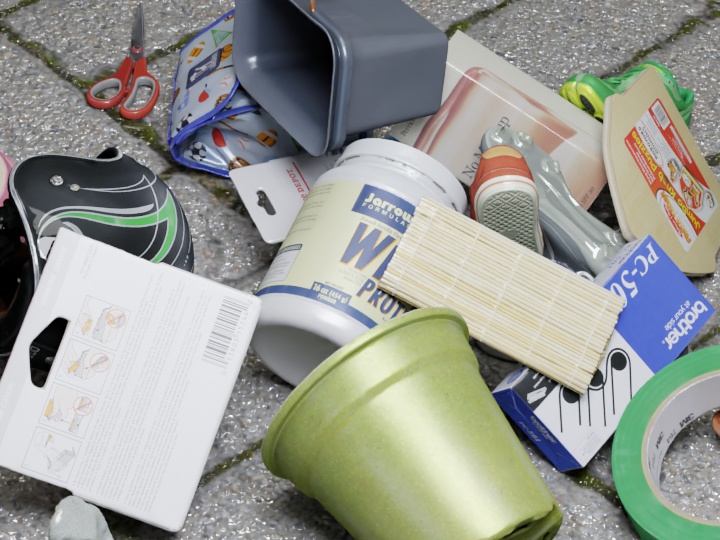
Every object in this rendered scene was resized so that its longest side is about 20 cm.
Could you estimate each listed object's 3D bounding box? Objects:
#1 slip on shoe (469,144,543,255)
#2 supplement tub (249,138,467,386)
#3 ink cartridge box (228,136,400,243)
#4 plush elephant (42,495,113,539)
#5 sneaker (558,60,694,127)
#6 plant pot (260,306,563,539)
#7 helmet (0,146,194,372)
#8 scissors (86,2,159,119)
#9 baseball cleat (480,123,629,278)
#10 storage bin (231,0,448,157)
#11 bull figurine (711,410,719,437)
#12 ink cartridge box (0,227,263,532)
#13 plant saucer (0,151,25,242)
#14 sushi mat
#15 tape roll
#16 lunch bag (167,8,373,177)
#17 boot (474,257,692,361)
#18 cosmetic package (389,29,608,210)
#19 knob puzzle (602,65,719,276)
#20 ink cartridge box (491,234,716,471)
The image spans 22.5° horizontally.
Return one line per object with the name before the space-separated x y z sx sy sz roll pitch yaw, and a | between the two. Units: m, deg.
slip on shoe | 0.127 -0.043 1.630 0.074 0.200 0.061 -4 60 0
supplement tub | 0.000 0.000 1.576 0.145 0.145 0.200 19 62 15
ink cartridge box | -0.016 -0.057 1.728 0.200 0.067 0.116 -12 45 -18
plush elephant | -0.250 0.250 1.305 0.200 0.155 0.165 8 42 4
sneaker | 0.267 -0.174 1.814 0.074 0.084 0.200 24 8 39
plant pot | 0.055 0.162 1.424 0.200 0.200 0.184 -24 60 -28
helmet | -0.237 -0.008 1.568 0.191 0.200 0.200 -3 38 -41
scissors | -0.233 -0.225 1.936 0.073 0.014 0.200 9 41 8
baseball cleat | 0.170 -0.040 1.682 0.200 0.106 0.070 47 48 6
storage bin | -0.015 -0.211 1.667 0.134 0.146 0.200 -12 35 -27
bull figurine | 0.386 0.169 1.520 0.121 0.065 0.200 -19 48 -26
ink cartridge box | -0.194 0.088 1.462 0.176 0.045 0.200 21 80 -6
plant saucer | -0.410 -0.069 1.720 0.200 0.051 0.201 3 42 -2
sushi mat | 0.120 0.020 1.515 0.200 0.012 0.096 27 65 -5
tape roll | 0.308 0.154 1.482 0.200 0.048 0.201 -13 49 15
lunch bag | -0.091 -0.180 1.821 0.200 0.124 0.170 -6 42 6
boot | 0.202 0.044 1.620 0.200 0.090 0.073 8 42 4
cosmetic package | 0.142 -0.127 1.739 0.200 0.103 0.087 32 29 2
knob puzzle | 0.276 -0.077 1.715 0.030 0.220 0.220 -22 28 36
ink cartridge box | 0.211 0.070 1.561 0.094 0.044 0.200 47 65 -7
